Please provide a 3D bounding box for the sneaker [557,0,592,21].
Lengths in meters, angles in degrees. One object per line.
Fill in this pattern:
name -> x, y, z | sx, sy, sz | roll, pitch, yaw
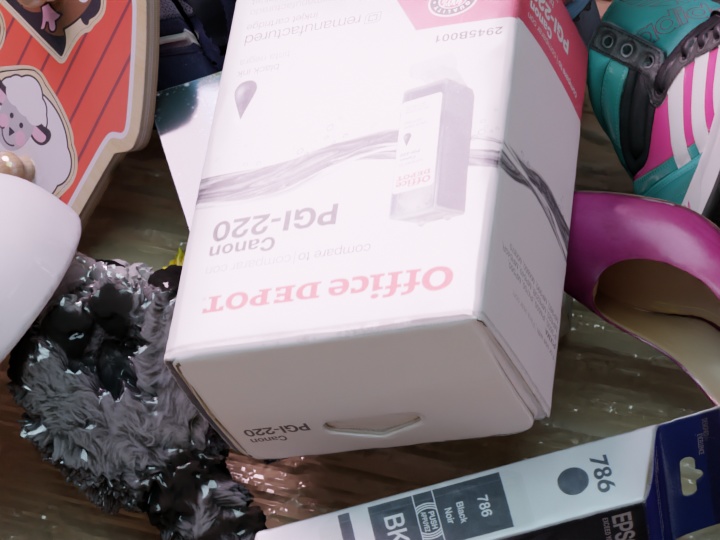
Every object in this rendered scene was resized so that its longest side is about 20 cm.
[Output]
sneaker -> 0.021, -0.146, 1.194 | 0.200, 0.095, 0.079 | 3, 84, 38

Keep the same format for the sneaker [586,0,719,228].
sneaker -> 0.162, -0.100, 1.157 | 0.084, 0.200, 0.121 | -6, 45, -31

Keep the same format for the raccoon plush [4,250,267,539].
raccoon plush -> -0.103, 0.079, 1.205 | 0.097, 0.134, 0.200 | -13, 88, -6

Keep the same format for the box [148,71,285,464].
box -> -0.008, -0.020, 1.214 | 0.136, 0.038, 0.200 | -18, 53, -2

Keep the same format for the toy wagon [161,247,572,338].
toy wagon -> 0.000, 0.000, 1.246 | 0.200, 0.040, 0.155 | 0, 54, 11

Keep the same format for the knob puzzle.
knob puzzle -> -0.170, -0.123, 1.281 | 0.220, 0.220, 0.030 | 37, 26, 31

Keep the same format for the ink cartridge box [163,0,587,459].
ink cartridge box -> 0.010, -0.029, 1.126 | 0.145, 0.085, 0.200 | -8, 54, 23

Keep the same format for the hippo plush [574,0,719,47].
hippo plush -> 0.091, -0.177, 1.270 | 0.161, 0.159, 0.200 | -31, 43, -4

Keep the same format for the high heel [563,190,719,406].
high heel -> 0.139, 0.032, 1.113 | 0.200, 0.067, 0.096 | 20, 51, 21

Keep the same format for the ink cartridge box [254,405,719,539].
ink cartridge box -> 0.062, 0.121, 1.110 | 0.200, 0.100, 0.039 | -17, 53, 0

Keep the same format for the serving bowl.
serving bowl -> -0.218, 0.024, 1.185 | 0.200, 0.066, 0.200 | -39, 19, 16

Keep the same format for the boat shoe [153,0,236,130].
boat shoe -> -0.137, -0.111, 1.336 | 0.200, 0.093, 0.075 | -7, 20, 43
